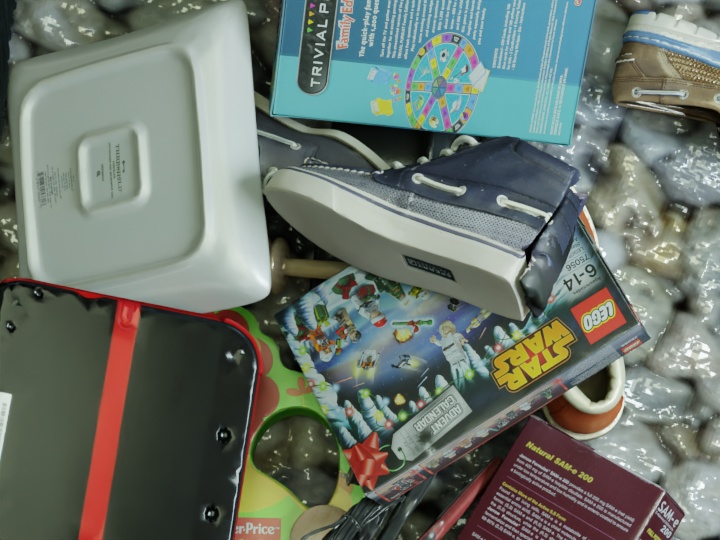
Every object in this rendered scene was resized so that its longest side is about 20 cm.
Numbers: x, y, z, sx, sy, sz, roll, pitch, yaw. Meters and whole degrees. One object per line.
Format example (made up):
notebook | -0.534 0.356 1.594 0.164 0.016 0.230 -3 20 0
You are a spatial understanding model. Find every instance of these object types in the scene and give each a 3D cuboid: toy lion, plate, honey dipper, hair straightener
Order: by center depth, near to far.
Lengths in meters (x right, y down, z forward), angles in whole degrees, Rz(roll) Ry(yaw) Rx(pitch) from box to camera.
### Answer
hair straightener | 0.010 0.160 1.297 0.077 0.041 0.200 40 51 6
honey dipper | 0.000 0.000 1.341 0.198 0.038 0.038 3 81 15
plate | -0.155 -0.063 1.343 0.198 0.032 0.202 -12 77 28
toy lion | -0.093 0.108 1.351 0.198 0.069 0.194 2 74 2

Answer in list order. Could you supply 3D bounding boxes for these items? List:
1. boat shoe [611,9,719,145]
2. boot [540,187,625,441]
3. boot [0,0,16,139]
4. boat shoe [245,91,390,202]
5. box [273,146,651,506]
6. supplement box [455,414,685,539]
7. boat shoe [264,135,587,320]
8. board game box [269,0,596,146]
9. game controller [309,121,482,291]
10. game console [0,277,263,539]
boat shoe | 0.263 -0.106 1.370 0.198 0.072 0.073 21 87 15
boot | 0.129 0.007 1.334 0.074 0.107 0.202 -18 80 0
boot | -0.321 -0.174 1.387 0.166 0.076 0.202 0 74 7
boat shoe | -0.051 -0.061 1.340 0.199 0.073 0.063 31 52 27
box | 0.061 0.035 1.276 0.199 0.040 0.138 -33 66 8
supplement box | 0.107 0.207 1.308 0.108 0.061 0.201 29 83 30
boat shoe | 0.044 -0.044 1.254 0.199 0.075 0.093 22 67 25
board game box | 0.047 -0.166 1.311 0.198 0.047 0.152 6 119 -5
game controller | 0.022 -0.028 1.381 0.103 0.042 0.202 5 81 17
game console | -0.155 0.116 1.273 0.175 0.031 0.202 11 78 -11
